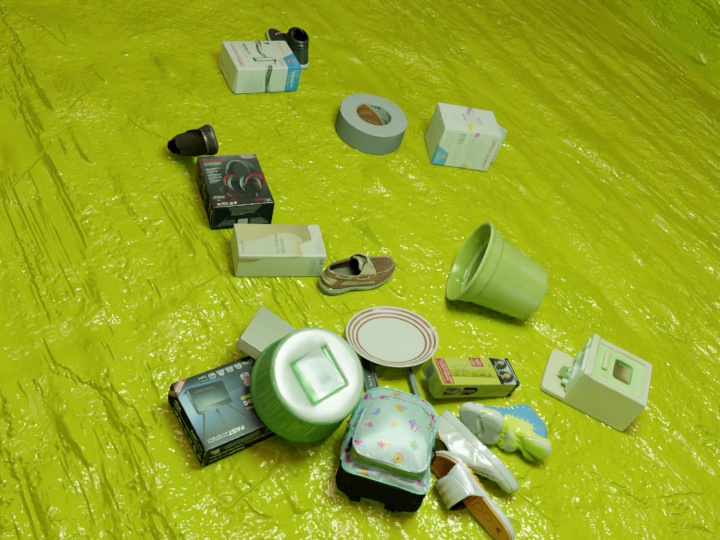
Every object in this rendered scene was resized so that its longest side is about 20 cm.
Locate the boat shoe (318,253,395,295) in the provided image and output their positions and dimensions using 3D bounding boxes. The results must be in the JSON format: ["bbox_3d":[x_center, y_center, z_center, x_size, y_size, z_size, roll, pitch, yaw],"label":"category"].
[{"bbox_3d":[0.000,0.000,1.648,0.199,0.072,0.076,-18,56,-32],"label":"boat shoe"}]

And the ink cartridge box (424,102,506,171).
[{"bbox_3d":[0.303,-0.379,2.077,0.198,0.129,0.126,6,46,-15],"label":"ink cartridge box"}]

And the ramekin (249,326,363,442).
[{"bbox_3d":[-0.091,0.199,1.307,0.199,0.098,0.201,11,62,-21],"label":"ramekin"}]

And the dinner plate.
[{"bbox_3d":[0.066,0.144,1.546,0.198,0.024,0.201,5,32,-3],"label":"dinner plate"}]

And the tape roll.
[{"bbox_3d":[0.031,-0.418,2.062,0.199,0.066,0.201,11,45,-11],"label":"tape roll"}]

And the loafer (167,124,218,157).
[{"bbox_3d":[-0.404,-0.300,1.740,0.071,0.199,0.074,-25,104,-33],"label":"loafer"}]

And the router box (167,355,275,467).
[{"bbox_3d":[-0.232,0.250,1.335,0.199,0.062,0.150,-18,57,-33],"label":"router box"}]

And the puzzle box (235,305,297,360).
[{"bbox_3d":[-0.138,0.162,1.415,0.199,0.025,0.133,36,25,-6],"label":"puzzle box"}]

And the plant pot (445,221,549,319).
[{"bbox_3d":[0.326,0.018,1.681,0.183,0.201,0.201,27,44,-10],"label":"plant pot"}]

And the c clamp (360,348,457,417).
[{"bbox_3d":[0.087,0.239,1.489,0.170,0.027,0.201,-7,52,-19],"label":"c clamp"}]

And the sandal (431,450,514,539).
[{"bbox_3d":[0.192,0.417,1.313,0.059,0.079,0.207,-25,62,-39],"label":"sandal"}]

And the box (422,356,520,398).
[{"bbox_3d":[0.231,0.222,1.513,0.199,0.050,0.076,5,45,-26],"label":"box"}]

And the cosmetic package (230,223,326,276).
[{"bbox_3d":[-0.185,-0.046,1.626,0.198,0.071,0.106,-1,49,-20],"label":"cosmetic package"}]

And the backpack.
[{"bbox_3d":[0.055,0.310,1.320,0.174,0.154,0.201,15,40,2],"label":"backpack"}]

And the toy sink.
[{"bbox_3d":[0.515,0.229,1.582,0.199,0.112,0.131,28,45,8],"label":"toy sink"}]

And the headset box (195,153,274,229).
[{"bbox_3d":[-0.303,-0.198,1.727,0.148,0.075,0.201,-7,50,-23],"label":"headset box"}]

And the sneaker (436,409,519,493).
[{"bbox_3d":[0.210,0.366,1.392,0.200,0.073,0.085,42,79,13],"label":"sneaker"}]

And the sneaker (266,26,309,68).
[{"bbox_3d":[-0.218,-0.719,2.238,0.070,0.100,0.200,-23,58,-33],"label":"sneaker"}]

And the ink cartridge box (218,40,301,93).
[{"bbox_3d":[-0.291,-0.591,2.099,0.199,0.085,0.146,-10,52,-28],"label":"ink cartridge box"}]

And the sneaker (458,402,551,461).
[{"bbox_3d":[0.293,0.307,1.470,0.199,0.076,0.105,30,33,0],"label":"sneaker"}]
